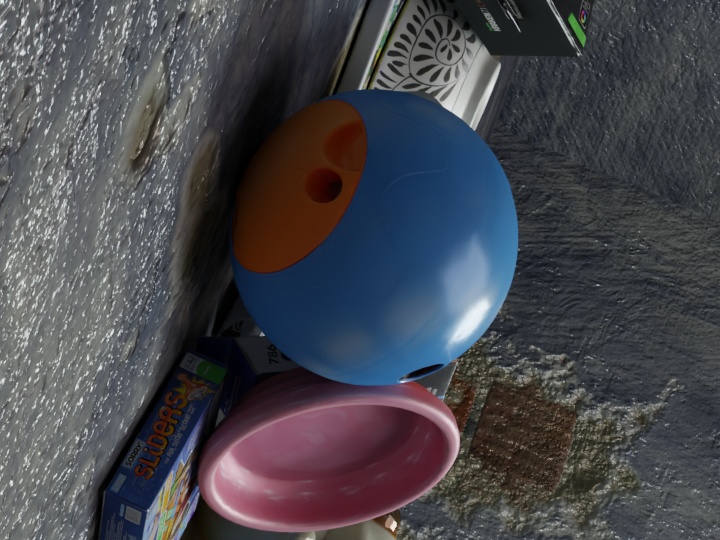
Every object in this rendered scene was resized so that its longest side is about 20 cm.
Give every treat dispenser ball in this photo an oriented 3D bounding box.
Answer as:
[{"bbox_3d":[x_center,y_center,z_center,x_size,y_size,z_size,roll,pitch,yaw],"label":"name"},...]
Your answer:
[{"bbox_3d":[0.009,-0.023,1.037,0.201,0.199,0.202,23,90,-85],"label":"treat dispenser ball"}]

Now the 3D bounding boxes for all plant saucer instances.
[{"bbox_3d":[-0.026,0.130,1.142,0.201,0.198,0.051,106,-22,-51],"label":"plant saucer"}]

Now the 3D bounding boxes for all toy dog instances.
[{"bbox_3d":[-0.065,0.234,1.365,0.194,0.198,0.141,-28,141,-81],"label":"toy dog"}]

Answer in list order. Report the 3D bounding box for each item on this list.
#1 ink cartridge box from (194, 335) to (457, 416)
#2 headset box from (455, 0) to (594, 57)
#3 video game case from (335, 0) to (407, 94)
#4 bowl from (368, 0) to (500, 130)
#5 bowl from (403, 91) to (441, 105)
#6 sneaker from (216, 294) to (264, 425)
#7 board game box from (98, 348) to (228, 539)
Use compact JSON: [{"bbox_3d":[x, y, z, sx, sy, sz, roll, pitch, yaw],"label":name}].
[{"bbox_3d":[-0.031,0.089,1.160,0.100,0.198,0.039,106,-21,-51],"label":"ink cartridge box"},{"bbox_3d":[0.140,-0.300,1.286,0.174,0.092,0.202,45,56,-55],"label":"headset box"},{"bbox_3d":[0.032,-0.238,1.339,0.182,0.022,0.201,-51,164,-72],"label":"video game case"},{"bbox_3d":[0.069,-0.168,1.387,0.201,0.094,0.202,24,90,-84],"label":"bowl"},{"bbox_3d":[0.014,-0.028,1.216,0.074,0.201,0.200,9,132,-43],"label":"bowl"},{"bbox_3d":[-0.060,0.082,1.242,0.201,0.114,0.075,106,9,-51],"label":"sneaker"},{"bbox_3d":[-0.151,0.170,1.117,0.201,0.034,0.136,107,8,-49],"label":"board game box"}]
